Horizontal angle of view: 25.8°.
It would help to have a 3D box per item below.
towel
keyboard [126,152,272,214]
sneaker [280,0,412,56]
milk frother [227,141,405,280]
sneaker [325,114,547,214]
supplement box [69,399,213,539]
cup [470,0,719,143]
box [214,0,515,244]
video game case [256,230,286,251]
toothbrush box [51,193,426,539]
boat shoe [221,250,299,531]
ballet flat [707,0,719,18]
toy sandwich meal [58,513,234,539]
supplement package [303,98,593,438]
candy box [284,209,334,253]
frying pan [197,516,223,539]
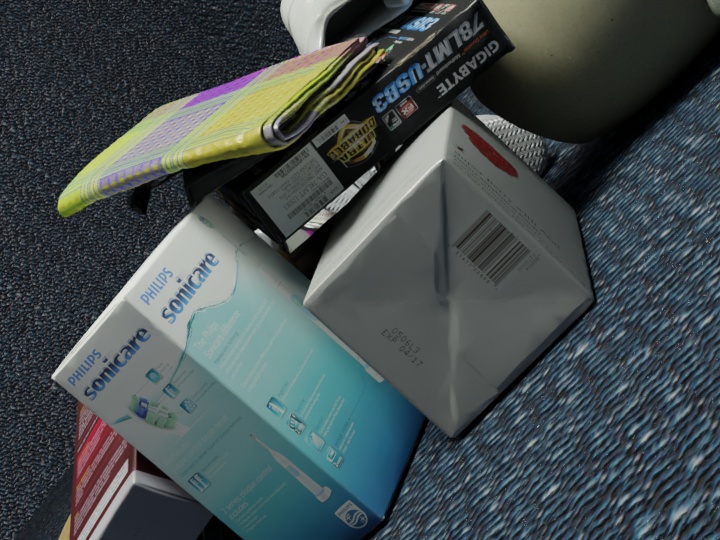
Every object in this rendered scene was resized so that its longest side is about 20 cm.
[{"bbox_3d":[-0.091,-0.091,0.998,0.199,0.023,0.144,-14,23,36],"label":"towel"},{"bbox_3d":[-0.111,-0.081,1.061,0.127,0.021,0.200,-33,17,3],"label":"keyboard"},{"bbox_3d":[0.025,-0.217,1.052,0.200,0.075,0.089,-54,31,22],"label":"sneaker"},{"bbox_3d":[0.000,0.000,1.209,0.199,0.181,0.188,-16,-14,-37],"label":"milk frother"},{"bbox_3d":[0.056,-0.085,1.303,0.198,0.076,0.115,-8,4,7],"label":"sneaker"},{"bbox_3d":[-0.144,0.109,1.036,0.109,0.061,0.201,-56,26,32],"label":"supplement box"},{"bbox_3d":[0.149,-0.176,1.102,0.200,0.199,0.144,-63,-4,-62],"label":"cup"},{"bbox_3d":[-0.014,-0.112,1.071,0.198,0.050,0.200,-38,19,-7],"label":"box"},{"bbox_3d":[-0.042,-0.001,1.418,0.200,0.022,0.183,-55,-33,-54],"label":"video game case"},{"bbox_3d":[-0.065,0.070,0.963,0.085,0.200,0.147,-44,9,31],"label":"toothbrush box"},{"bbox_3d":[-0.076,0.081,1.075,0.072,0.072,0.202,-25,62,59],"label":"boat shoe"},{"bbox_3d":[0.276,-0.234,1.032,0.200,0.067,0.064,-54,2,-35],"label":"ballet flat"},{"bbox_3d":[-0.158,0.224,1.165,0.204,0.070,0.206,-25,54,39],"label":"toy sandwich meal"},{"bbox_3d":[0.056,-0.011,0.962,0.120,0.121,0.200,-46,8,15],"label":"supplement package"},{"bbox_3d":[0.000,-0.045,1.397,0.200,0.061,0.137,-61,-28,-45],"label":"candy box"},{"bbox_3d":[-0.101,0.191,1.004,0.190,0.031,0.116,180,95,-66],"label":"frying pan"}]
